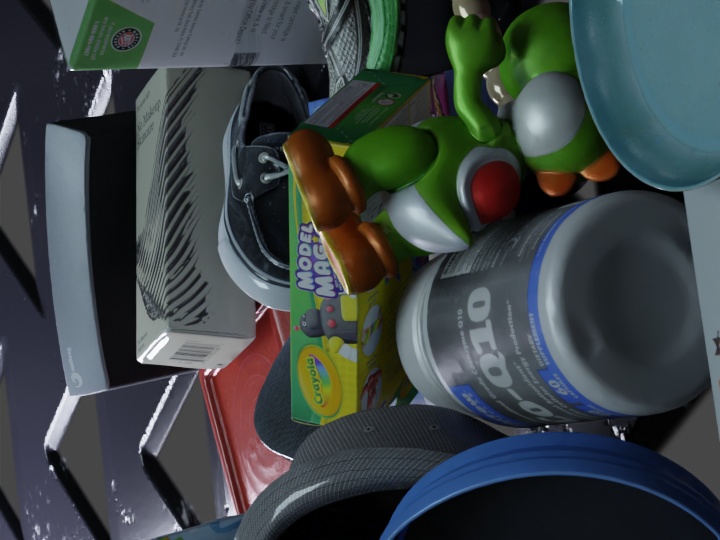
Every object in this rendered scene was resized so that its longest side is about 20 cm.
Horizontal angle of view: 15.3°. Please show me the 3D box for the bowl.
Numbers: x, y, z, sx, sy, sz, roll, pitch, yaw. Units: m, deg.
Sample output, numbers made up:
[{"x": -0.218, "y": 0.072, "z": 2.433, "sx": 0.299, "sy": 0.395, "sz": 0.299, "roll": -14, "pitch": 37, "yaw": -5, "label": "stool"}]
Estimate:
[{"x": 0.102, "y": 0.162, "z": 1.370, "sx": 0.040, "sy": 0.199, "sz": 0.201, "roll": -83, "pitch": 7, "yaw": -50, "label": "bowl"}]

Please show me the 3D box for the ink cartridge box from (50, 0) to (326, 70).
[{"x": -0.079, "y": -0.200, "z": 1.651, "sx": 0.146, "sy": 0.199, "sz": 0.085, "roll": 117, "pitch": 142, "yaw": -49, "label": "ink cartridge box"}]

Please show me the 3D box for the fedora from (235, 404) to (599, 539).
[{"x": 0.035, "y": 0.135, "z": 1.442, "sx": 0.091, "sy": 0.198, "sz": 0.178, "roll": -84, "pitch": -14, "yaw": -48, "label": "fedora"}]

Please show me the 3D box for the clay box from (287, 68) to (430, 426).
[{"x": 0.000, "y": 0.000, "z": 1.517, "sx": 0.047, "sy": 0.115, "sz": 0.201, "roll": 10, "pitch": 116, "yaw": 19, "label": "clay box"}]

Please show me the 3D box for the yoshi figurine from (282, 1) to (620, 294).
[{"x": 0.061, "y": -0.076, "z": 1.404, "sx": 0.112, "sy": 0.199, "sz": 0.113, "roll": -52, "pitch": -61, "yaw": -89, "label": "yoshi figurine"}]

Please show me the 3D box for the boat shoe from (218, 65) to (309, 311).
[{"x": -0.053, "y": -0.059, "z": 1.752, "sx": 0.201, "sy": 0.071, "sz": 0.068, "roll": -94, "pitch": 17, "yaw": -48, "label": "boat shoe"}]

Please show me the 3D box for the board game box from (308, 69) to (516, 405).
[{"x": 0.035, "y": -0.015, "z": 1.633, "sx": 0.200, "sy": 0.043, "sz": 0.201, "roll": 174, "pitch": 88, "yaw": -66, "label": "board game box"}]

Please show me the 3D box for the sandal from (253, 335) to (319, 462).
[{"x": -0.016, "y": 0.097, "z": 1.649, "sx": 0.076, "sy": 0.043, "sz": 0.200, "roll": -57, "pitch": 27, "yaw": 8, "label": "sandal"}]

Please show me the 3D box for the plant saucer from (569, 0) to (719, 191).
[{"x": 0.155, "y": -0.137, "z": 1.216, "sx": 0.200, "sy": 0.027, "sz": 0.202, "roll": 3, "pitch": 93, "yaw": 64, "label": "plant saucer"}]

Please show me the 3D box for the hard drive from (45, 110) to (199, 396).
[{"x": -0.162, "y": -0.014, "z": 1.954, "sx": 0.042, "sy": 0.134, "sz": 0.202, "roll": 7, "pitch": 104, "yaw": 51, "label": "hard drive"}]

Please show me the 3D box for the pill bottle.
[{"x": 0.102, "y": 0.025, "z": 1.417, "sx": 0.200, "sy": 0.113, "sz": 0.115, "roll": 165, "pitch": 97, "yaw": -65, "label": "pill bottle"}]

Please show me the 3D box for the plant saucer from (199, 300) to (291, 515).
[{"x": -0.057, "y": 0.111, "z": 1.869, "sx": 0.200, "sy": 0.036, "sz": 0.201, "roll": 131, "pitch": 128, "yaw": -58, "label": "plant saucer"}]

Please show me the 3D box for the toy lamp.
[{"x": 0.072, "y": -0.130, "z": 1.514, "sx": 0.201, "sy": 0.058, "sz": 0.058, "roll": 68, "pitch": 151, "yaw": 24, "label": "toy lamp"}]

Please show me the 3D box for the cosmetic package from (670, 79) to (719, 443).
[{"x": 0.209, "y": 0.007, "z": 1.233, "sx": 0.101, "sy": 0.071, "sz": 0.202, "roll": 162, "pitch": 101, "yaw": -64, "label": "cosmetic package"}]

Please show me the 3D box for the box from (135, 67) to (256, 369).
[{"x": -0.116, "y": -0.038, "z": 1.875, "sx": 0.082, "sy": 0.068, "sz": 0.201, "roll": 136, "pitch": 135, "yaw": -60, "label": "box"}]

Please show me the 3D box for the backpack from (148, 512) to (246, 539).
[{"x": -0.079, "y": 0.261, "z": 1.786, "sx": 0.201, "sy": 0.182, "sz": 0.147, "roll": 96, "pitch": 153, "yaw": -47, "label": "backpack"}]

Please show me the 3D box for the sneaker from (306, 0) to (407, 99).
[{"x": -0.017, "y": -0.176, "z": 1.562, "sx": 0.078, "sy": 0.085, "sz": 0.202, "roll": -104, "pitch": 9, "yaw": -85, "label": "sneaker"}]
